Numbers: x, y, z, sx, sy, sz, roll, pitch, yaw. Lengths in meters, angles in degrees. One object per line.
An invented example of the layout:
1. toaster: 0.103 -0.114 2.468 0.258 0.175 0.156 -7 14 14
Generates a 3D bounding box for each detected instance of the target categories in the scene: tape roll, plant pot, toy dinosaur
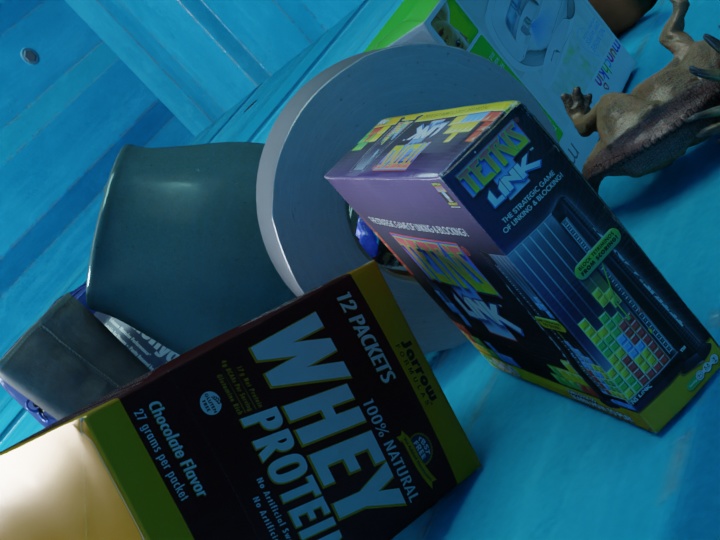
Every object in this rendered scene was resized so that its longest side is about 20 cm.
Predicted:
1. tape roll: 0.034 -0.049 0.760 0.200 0.200 0.066 -45 14 -5
2. plant pot: -0.111 -0.013 0.904 0.200 0.188 0.200 -168 90 -84
3. toy dinosaur: 0.196 -0.098 0.717 0.200 0.086 0.136 -43 21 23

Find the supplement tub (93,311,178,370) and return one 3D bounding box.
1. supplement tub: -0.188 0.062 1.144 0.200 0.140 0.140 -47 15 -12

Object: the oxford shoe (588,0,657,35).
1. oxford shoe: 0.204 -0.223 1.079 0.200 0.073 0.084 -20 43 62

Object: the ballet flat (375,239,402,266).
1. ballet flat: 0.040 0.007 0.876 0.071 0.069 0.200 -10 36 32

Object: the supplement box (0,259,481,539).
1. supplement box: -0.084 0.114 0.636 0.200 0.133 0.197 -28 1 -42

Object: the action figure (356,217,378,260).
1. action figure: 0.000 0.000 1.011 0.065 0.052 0.200 -43 19 24

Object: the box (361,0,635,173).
1. box: 0.109 -0.158 0.910 0.097 0.176 0.200 -27 22 45

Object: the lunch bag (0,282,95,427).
1. lunch bag: -0.362 0.111 1.467 0.132 0.136 0.200 -24 25 52

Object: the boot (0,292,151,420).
1. boot: -0.184 0.126 0.845 0.073 0.200 0.182 -37 16 25

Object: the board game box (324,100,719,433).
1. board game box: 0.076 -0.007 0.608 0.057 0.165 0.200 -45 14 -8
